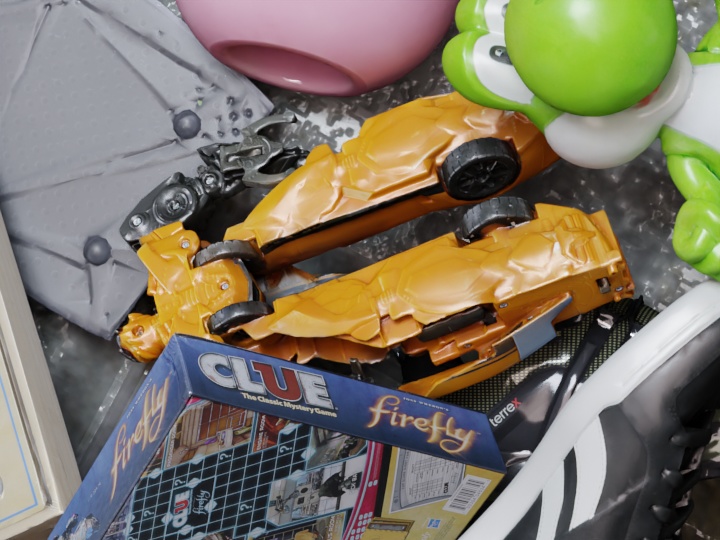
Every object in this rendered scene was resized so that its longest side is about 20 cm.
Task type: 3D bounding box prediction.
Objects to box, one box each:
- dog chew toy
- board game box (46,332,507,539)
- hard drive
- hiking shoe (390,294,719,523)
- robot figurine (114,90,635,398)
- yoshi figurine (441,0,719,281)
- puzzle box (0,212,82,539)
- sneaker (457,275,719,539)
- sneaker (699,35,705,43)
[{"bbox_3d":[-0.006,-0.176,0.923,0.124,0.125,0.201,12,80,9],"label":"dog chew toy"},{"bbox_3d":[-0.053,0.119,0.867,0.135,0.035,0.200,16,124,-28],"label":"board game box"},{"bbox_3d":[-0.146,-0.077,0.972,0.200,0.042,0.135,36,92,9],"label":"hard drive"},{"bbox_3d":[0.106,0.038,0.909,0.199,0.076,0.101,-14,87,8],"label":"hiking shoe"},{"bbox_3d":[0.000,0.000,0.897,0.199,0.058,0.146,-20,59,9],"label":"robot figurine"},{"bbox_3d":[0.129,-0.063,0.811,0.199,0.113,0.112,15,129,0],"label":"yoshi figurine"},{"bbox_3d":[-0.195,0.034,0.920,0.133,0.025,0.201,-25,69,13],"label":"puzzle box"},{"bbox_3d":[0.106,0.107,0.836,0.112,0.073,0.200,45,110,18],"label":"sneaker"},{"bbox_3d":[0.229,-0.058,0.902,0.200,0.067,0.109,-2,88,11],"label":"sneaker"}]
